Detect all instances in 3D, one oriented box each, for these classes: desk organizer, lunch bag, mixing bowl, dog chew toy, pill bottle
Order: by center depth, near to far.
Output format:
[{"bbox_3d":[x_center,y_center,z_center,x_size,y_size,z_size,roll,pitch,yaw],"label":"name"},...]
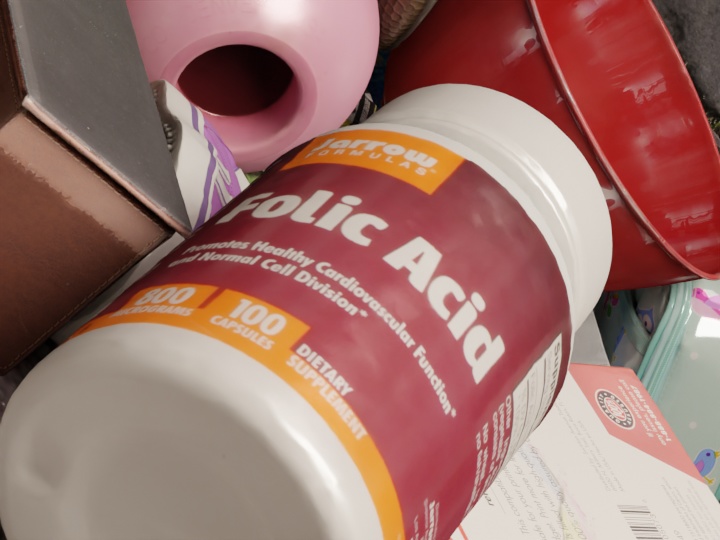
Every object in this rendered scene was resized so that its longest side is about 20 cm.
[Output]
[{"bbox_3d":[-0.006,0.026,0.644,0.114,0.114,0.200,50,38,-4],"label":"pill bottle"},{"bbox_3d":[-0.121,-0.065,0.721,0.072,0.077,0.200,41,18,-36],"label":"desk organizer"},{"bbox_3d":[-0.058,-0.134,0.962,0.125,0.124,0.200,42,26,-33],"label":"dog chew toy"},{"bbox_3d":[0.080,-0.068,1.029,0.200,0.108,0.200,45,31,-37],"label":"mixing bowl"},{"bbox_3d":[0.154,0.036,1.148,0.077,0.161,0.200,14,24,-6],"label":"lunch bag"}]

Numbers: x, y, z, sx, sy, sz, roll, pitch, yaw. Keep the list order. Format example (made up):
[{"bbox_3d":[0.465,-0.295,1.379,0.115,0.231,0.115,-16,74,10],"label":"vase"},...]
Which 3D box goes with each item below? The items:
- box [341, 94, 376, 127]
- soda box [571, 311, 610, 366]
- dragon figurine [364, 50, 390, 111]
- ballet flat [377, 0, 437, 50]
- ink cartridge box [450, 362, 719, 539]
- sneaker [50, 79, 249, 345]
[{"bbox_3d":[-0.075,-0.132,1.085,0.200,0.050,0.075,48,15,-10],"label":"box"},{"bbox_3d":[0.078,0.031,1.083,0.200,0.068,0.064,-95,176,-64],"label":"soda box"},{"bbox_3d":[0.016,-0.114,1.185,0.099,0.059,0.200,42,-8,-27],"label":"dragon figurine"},{"bbox_3d":[0.003,-0.135,1.009,0.046,0.067,0.200,34,-7,-13],"label":"ballet flat"},{"bbox_3d":[0.033,0.090,0.761,0.200,0.068,0.117,7,40,-38],"label":"ink cartridge box"},{"bbox_3d":[-0.052,0.005,0.782,0.114,0.073,0.201,51,14,-15],"label":"sneaker"}]
